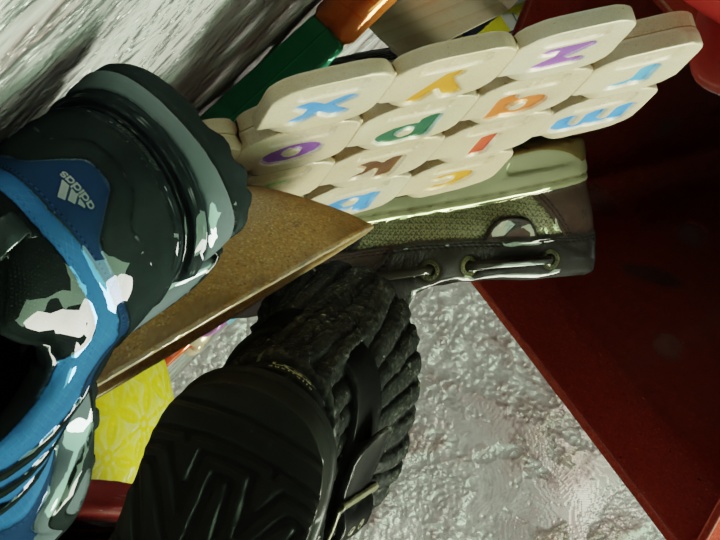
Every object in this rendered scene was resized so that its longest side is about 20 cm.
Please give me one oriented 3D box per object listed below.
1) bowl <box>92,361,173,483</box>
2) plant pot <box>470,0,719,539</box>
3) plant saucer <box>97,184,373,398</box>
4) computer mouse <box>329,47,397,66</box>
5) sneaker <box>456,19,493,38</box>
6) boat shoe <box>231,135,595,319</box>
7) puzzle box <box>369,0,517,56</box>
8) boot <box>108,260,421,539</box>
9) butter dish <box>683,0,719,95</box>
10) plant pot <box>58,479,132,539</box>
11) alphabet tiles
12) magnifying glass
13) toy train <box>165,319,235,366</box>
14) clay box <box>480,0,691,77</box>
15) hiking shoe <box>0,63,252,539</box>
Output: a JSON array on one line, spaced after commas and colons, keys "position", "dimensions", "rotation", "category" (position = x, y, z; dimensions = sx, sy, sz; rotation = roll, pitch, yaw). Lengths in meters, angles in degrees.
[{"position": [-0.146, 0.111, 1.168], "dimensions": [0.200, 0.108, 0.200], "rotation": [-45, 180, 0], "category": "bowl"}, {"position": [0.179, -0.034, 1.091], "dimensions": [0.176, 0.200, 0.200], "rotation": [-16, 145, -31], "category": "plant pot"}, {"position": [-0.089, 0.023, 0.837], "dimensions": [0.200, 0.036, 0.200], "rotation": [-31, 179, 0], "category": "plant saucer"}, {"position": [0.015, -0.069, 1.101], "dimensions": [0.109, 0.044, 0.200], "rotation": [-9, -173, 8], "category": "computer mouse"}, {"position": [0.112, -0.169, 1.151], "dimensions": [0.200, 0.077, 0.076], "rotation": [-43, -179, -5], "category": "sneaker"}, {"position": [0.000, 0.000, 0.996], "dimensions": [0.199, 0.065, 0.073], "rotation": [-17, -178, -8], "category": "boat shoe"}, {"position": [0.091, -0.166, 0.992], "dimensions": [0.200, 0.025, 0.133], "rotation": [-48, -172, -13], "category": "puzzle box"}, {"position": [-0.050, 0.105, 0.914], "dimensions": [0.212, 0.079, 0.158], "rotation": [-59, 178, 17], "category": "boot"}, {"position": [0.138, -0.159, 0.828], "dimensions": [0.199, 0.147, 0.201], "rotation": [24, -84, 64], "category": "butter dish"}, {"position": [-0.112, 0.197, 1.031], "dimensions": [0.200, 0.200, 0.183], "rotation": [-45, -139, 34], "category": "plant pot"}, {"position": [0.010, -0.048, 0.863], "dimensions": [0.199, 0.015, 0.196], "rotation": [-14, 170, -14], "category": "alphabet tiles"}, {"position": [-0.026, -0.073, 0.954], "dimensions": [0.200, 0.022, 0.080], "rotation": [-46, 179, 3], "category": "magnifying glass"}, {"position": [-0.053, -0.021, 1.317], "dimensions": [0.200, 0.056, 0.150], "rotation": [-42, -179, -2], "category": "toy train"}, {"position": [0.121, -0.135, 1.232], "dimensions": [0.200, 0.048, 0.115], "rotation": [1, -144, 46], "category": "clay box"}, {"position": [-0.106, 0.029, 0.654], "dimensions": [0.087, 0.074, 0.200], "rotation": [-33, 161, -46], "category": "hiking shoe"}]
